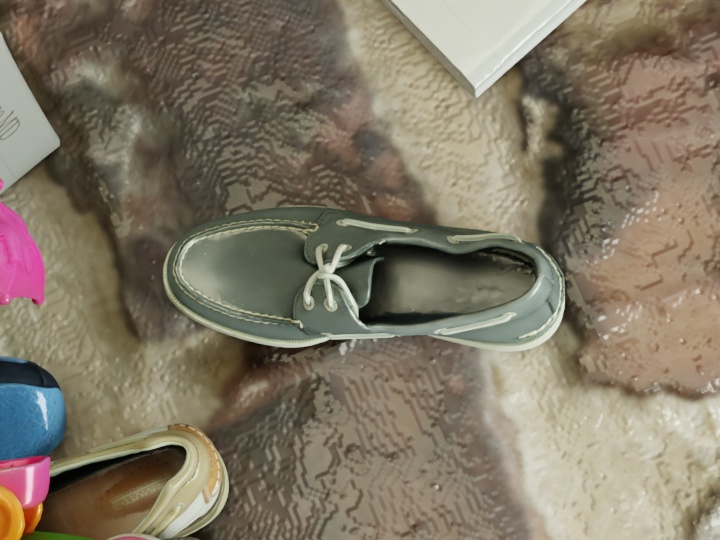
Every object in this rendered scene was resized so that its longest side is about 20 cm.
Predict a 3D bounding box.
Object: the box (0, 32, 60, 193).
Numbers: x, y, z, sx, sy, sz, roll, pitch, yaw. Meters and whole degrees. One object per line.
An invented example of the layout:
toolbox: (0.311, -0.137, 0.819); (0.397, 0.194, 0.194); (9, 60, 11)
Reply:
box: (-0.279, -0.102, 1.388); (0.171, 0.199, 0.200); (-41, 79, -6)

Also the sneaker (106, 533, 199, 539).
sneaker: (-0.081, 0.215, 1.359); (0.074, 0.087, 0.200); (-1, 97, 28)

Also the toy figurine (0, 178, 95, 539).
toy figurine: (-0.210, 0.041, 1.278); (0.200, 0.150, 0.184); (-1, 93, 3)

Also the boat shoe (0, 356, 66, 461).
boat shoe: (-0.244, 0.081, 1.409); (0.200, 0.069, 0.084); (0, 109, -7)

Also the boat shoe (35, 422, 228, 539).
boat shoe: (-0.160, 0.130, 1.387); (0.200, 0.068, 0.075); (-32, 76, -3)

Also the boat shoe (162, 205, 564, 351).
boat shoe: (0.000, 0.000, 1.410); (0.200, 0.062, 0.073); (6, 77, 6)

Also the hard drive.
hard drive: (0.088, -0.201, 1.473); (0.200, 0.026, 0.132); (-42, 77, -6)
